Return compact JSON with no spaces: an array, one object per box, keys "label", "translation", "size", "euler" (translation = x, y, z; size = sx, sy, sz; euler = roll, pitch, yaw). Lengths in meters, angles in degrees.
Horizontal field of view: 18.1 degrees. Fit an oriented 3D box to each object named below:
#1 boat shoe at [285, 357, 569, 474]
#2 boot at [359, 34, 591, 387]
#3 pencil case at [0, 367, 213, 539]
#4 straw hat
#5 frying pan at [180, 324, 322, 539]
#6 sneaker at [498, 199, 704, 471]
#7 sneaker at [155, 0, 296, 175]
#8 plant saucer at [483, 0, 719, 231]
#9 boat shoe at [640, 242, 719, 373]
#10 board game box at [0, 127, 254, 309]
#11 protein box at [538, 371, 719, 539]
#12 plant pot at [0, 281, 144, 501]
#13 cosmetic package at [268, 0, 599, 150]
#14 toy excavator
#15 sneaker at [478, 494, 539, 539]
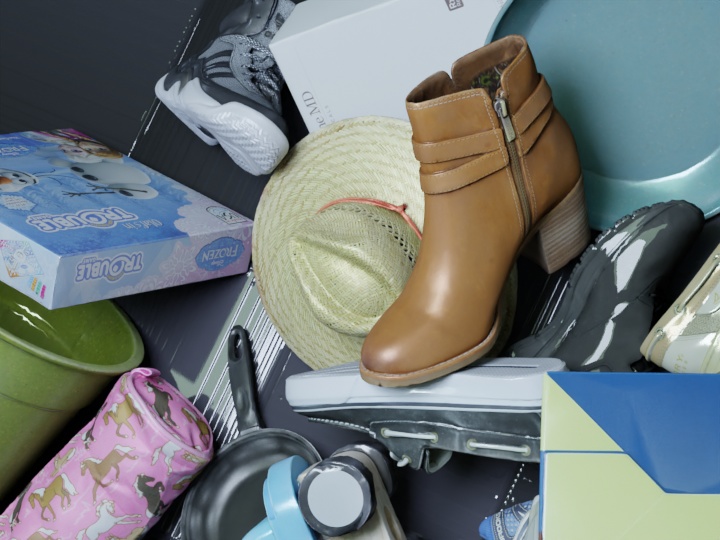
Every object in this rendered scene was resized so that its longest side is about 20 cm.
[{"label":"boat shoe","translation":[0.040,0.093,1.418],"size":[0.199,0.072,0.072],"euler":[0,99,32]},{"label":"boot","translation":[0.058,-0.036,1.382],"size":[0.200,0.156,0.077],"euler":[-36,38,-20]},{"label":"pencil case","translation":[-0.187,0.158,1.558],"size":[0.200,0.086,0.083],"euler":[-45,25,16]},{"label":"straw hat","translation":[0.000,0.000,1.477],"size":[0.200,0.085,0.203],"euler":[4,100,24]},{"label":"frying pan","translation":[-0.085,0.138,1.551],"size":[0.115,0.031,0.190],"euler":[-38,49,6]},{"label":"sneaker","translation":[0.160,0.045,1.436],"size":[0.091,0.076,0.200],"euler":[43,105,26]},{"label":"sneaker","translation":[-0.073,-0.138,1.580],"size":[0.114,0.075,0.200],"euler":[-48,23,-4]},{"label":"plant saucer","translation":[0.175,-0.121,1.440],"size":[0.199,0.201,0.036],"euler":[-24,21,19]},{"label":"boat shoe","translation":[0.242,-0.023,1.397],"size":[0.063,0.073,0.202],"euler":[24,83,17]},{"label":"board game box","translation":[-0.210,-0.042,1.584],"size":[0.198,0.199,0.044],"euler":[28,113,31]},{"label":"protein box","translation":[0.204,0.148,1.266],"size":[0.197,0.200,0.136],"euler":[0,71,10]},{"label":"plant pot","translation":[-0.286,0.086,1.602],"size":[0.200,0.200,0.191],"euler":[43,108,32]},{"label":"cosmetic package","translation":[0.053,-0.148,1.518],"size":[0.199,0.113,0.081],"euler":[-20,21,21]},{"label":"toy excavator","translation":[-0.048,0.227,1.447],"size":[0.199,0.100,0.196],"euler":[-23,90,12]},{"label":"sneaker","translation":[0.102,0.237,1.402],"size":[0.085,0.077,0.201],"euler":[-12,60,35]}]
